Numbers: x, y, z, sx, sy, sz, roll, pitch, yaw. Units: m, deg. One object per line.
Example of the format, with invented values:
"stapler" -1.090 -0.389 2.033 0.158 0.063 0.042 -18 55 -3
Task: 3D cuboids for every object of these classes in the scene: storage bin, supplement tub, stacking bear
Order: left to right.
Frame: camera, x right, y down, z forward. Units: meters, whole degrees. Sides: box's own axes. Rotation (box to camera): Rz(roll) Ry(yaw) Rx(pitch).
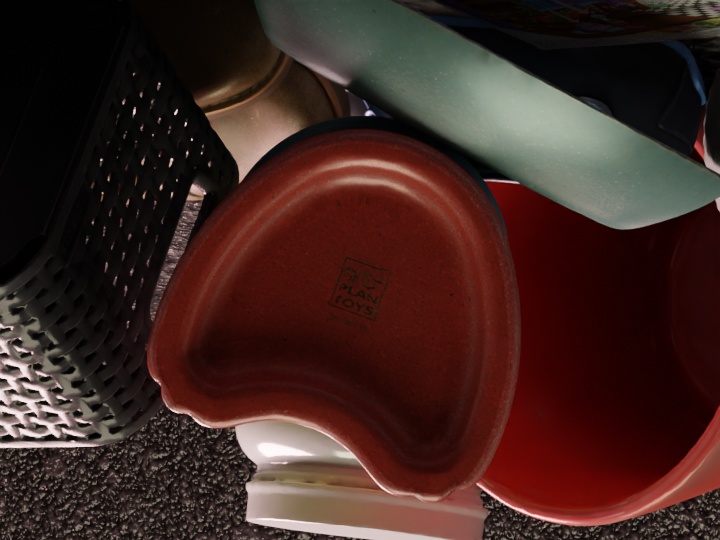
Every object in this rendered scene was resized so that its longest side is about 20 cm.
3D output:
"storage bin" -0.160 -0.017 0.897 0.198 0.136 0.094 -3 142 28
"stacking bear" 0.000 0.000 0.903 0.121 0.115 0.200 20 -175 -1
"supplement tub" 0.012 0.035 1.267 0.144 0.202 0.145 6 172 1

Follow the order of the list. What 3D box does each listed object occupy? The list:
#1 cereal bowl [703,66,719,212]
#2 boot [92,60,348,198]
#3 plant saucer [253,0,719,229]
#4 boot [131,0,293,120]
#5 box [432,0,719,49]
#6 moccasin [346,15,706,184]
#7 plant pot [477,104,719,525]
"cereal bowl" 0.201 -0.010 0.894 0.200 0.083 0.200 39 163 14
"boot" -0.098 -0.046 1.007 0.199 0.074 0.076 -8 -152 29
"plant saucer" 0.038 -0.063 0.875 0.199 0.036 0.200 29 -174 -3
"boot" -0.123 -0.101 0.930 0.198 0.074 0.076 9 166 6
"box" 0.097 -0.110 0.776 0.199 0.039 0.136 0 169 41
"moccasin" 0.039 -0.062 1.011 0.198 0.069 0.081 -2 153 25
"plant pot" 0.146 0.011 1.118 0.199 0.202 0.177 -1 179 44
